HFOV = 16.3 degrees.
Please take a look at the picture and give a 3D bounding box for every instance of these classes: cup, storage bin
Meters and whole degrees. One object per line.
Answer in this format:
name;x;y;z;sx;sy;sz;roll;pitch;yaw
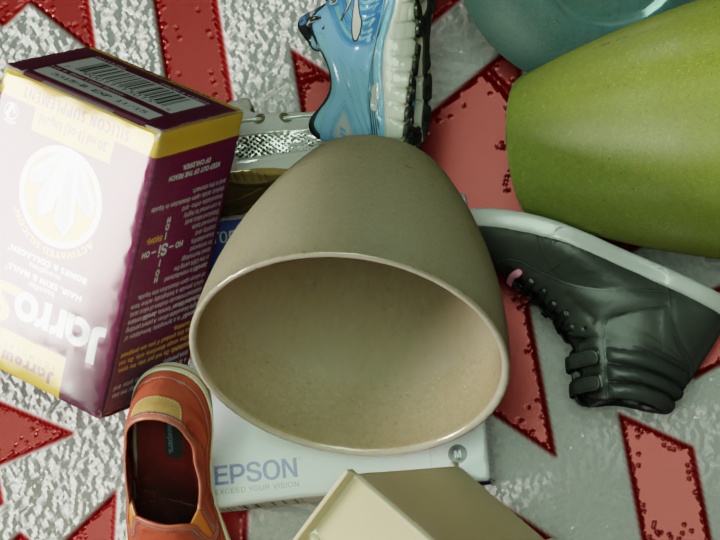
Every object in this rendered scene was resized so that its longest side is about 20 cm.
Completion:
cup;0.000;0.000;1.580;0.199;0.201;0.144;1;51;8
storage bin;0.005;0.221;1.543;0.094;0.200;0.199;40;102;18

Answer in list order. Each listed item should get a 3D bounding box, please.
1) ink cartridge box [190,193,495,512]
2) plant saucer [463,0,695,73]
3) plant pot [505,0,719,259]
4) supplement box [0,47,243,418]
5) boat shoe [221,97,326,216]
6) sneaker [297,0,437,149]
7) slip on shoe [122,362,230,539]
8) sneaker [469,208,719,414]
ink cartridge box;-0.016;0.052;1.675;0.198;0.041;0.202;-7;79;6
plant saucer;0.161;-0.216;1.647;0.199;0.039;0.203;-3;107;-11
plant pot;0.201;-0.090;1.615;0.198;0.187;0.189;-4;79;21
supplement box;-0.172;-0.027;1.629;0.130;0.103;0.201;22;112;24
boat shoe;-0.081;-0.081;1.698;0.198;0.071;0.070;-1;66;10
sneaker;0.000;-0.173;1.629;0.089;0.078;0.202;4;89;16
slip on shoe;-0.124;0.160;1.626;0.073;0.061;0.201;4;115;12
sneaker;0.136;0.030;1.635;0.199;0.071;0.100;22;80;0
